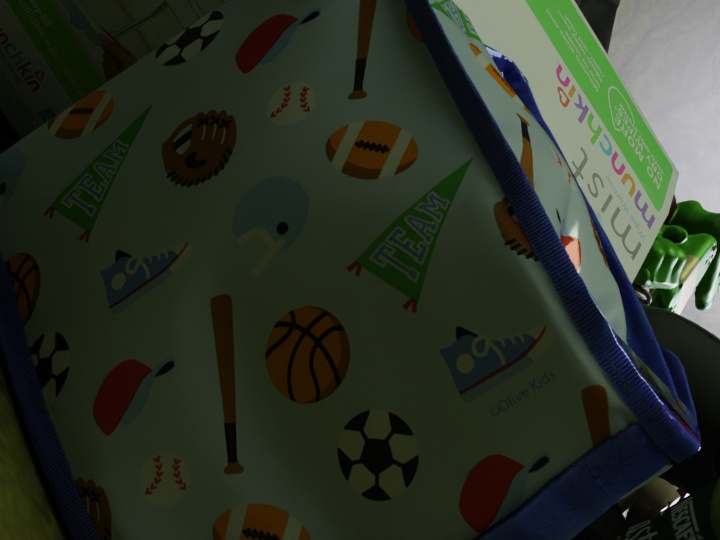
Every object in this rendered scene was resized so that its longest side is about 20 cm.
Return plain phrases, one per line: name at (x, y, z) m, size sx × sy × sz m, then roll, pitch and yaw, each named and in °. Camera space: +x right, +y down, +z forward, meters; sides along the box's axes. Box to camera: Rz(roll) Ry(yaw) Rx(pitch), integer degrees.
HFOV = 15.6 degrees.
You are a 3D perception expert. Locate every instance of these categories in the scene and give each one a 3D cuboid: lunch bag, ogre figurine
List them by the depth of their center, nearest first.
lunch bag at (-0.006, 0.023, 0.764) m, size 0.124 × 0.170 × 0.200 m, roll 43°, pitch 16°, yaw -45°
ogre figurine at (0.131, -0.027, 1.360) m, size 0.119 × 0.099 × 0.200 m, roll 28°, pitch 32°, yaw 16°

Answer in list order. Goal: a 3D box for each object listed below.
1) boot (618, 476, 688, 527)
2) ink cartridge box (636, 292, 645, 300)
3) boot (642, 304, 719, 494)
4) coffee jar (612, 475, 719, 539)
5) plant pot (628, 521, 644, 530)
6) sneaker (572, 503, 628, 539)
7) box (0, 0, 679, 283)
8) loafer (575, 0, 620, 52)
boot at (0.061, 0.104, 1.146) m, size 0.107 × 0.075 × 0.200 m, roll 41°, pitch 31°, yaw 18°
ink cartridge box at (0.121, 0.059, 1.484) m, size 0.200 × 0.075 × 0.165 m, roll 50°, pitch -14°, yaw 13°
boot at (0.156, 0.051, 1.058) m, size 0.165 × 0.066 × 0.200 m, roll 43°, pitch -9°, yaw 14°
coffee jar at (0.105, 0.136, 0.911) m, size 0.086 × 0.199 × 0.104 m, roll 58°, pitch 8°, yaw -7°
plant pot at (0.154, 0.206, 1.052) m, size 0.188 × 0.200 × 0.200 m, roll 43°, pitch 13°, yaw -19°
sneaker at (0.074, 0.058, 1.083) m, size 0.200 × 0.084 × 0.075 m, roll -125°, pitch -146°, yaw -54°
box at (-0.016, -0.062, 0.924) m, size 0.201 × 0.176 × 0.097 m, roll 56°, pitch 31°, yaw -15°
loafer at (0.072, -0.053, 1.041) m, size 0.200 × 0.072 × 0.073 m, roll 86°, pitch -19°, yaw -59°
